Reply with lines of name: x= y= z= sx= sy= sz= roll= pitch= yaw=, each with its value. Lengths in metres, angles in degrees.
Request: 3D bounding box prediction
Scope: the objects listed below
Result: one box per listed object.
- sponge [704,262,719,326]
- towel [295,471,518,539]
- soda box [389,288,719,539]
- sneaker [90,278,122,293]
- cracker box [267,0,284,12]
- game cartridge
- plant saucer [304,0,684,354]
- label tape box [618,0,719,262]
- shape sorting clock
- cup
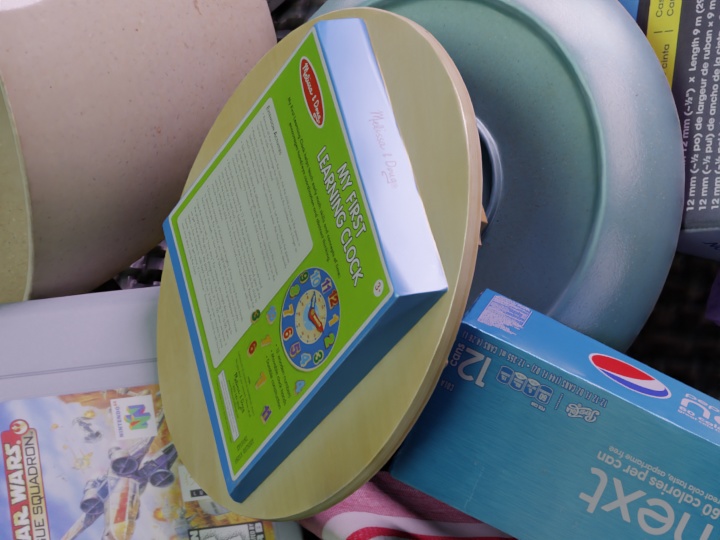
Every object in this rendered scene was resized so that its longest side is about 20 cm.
sponge: x=0.212 y=-0.062 z=1.180 sx=0.111 sy=0.030 sz=0.200 roll=12 pitch=82 yaw=43
towel: x=0.077 y=0.120 z=1.149 sx=0.200 sy=0.144 sz=0.023 roll=28 pitch=108 yaw=43
soda box: x=0.117 y=0.083 z=1.106 sx=0.200 sy=0.064 sz=0.068 roll=26 pitch=105 yaw=6
sneaker: x=-0.080 y=0.060 z=1.372 sx=0.082 sy=0.077 sz=0.200 roll=-29 pitch=51 yaw=-5
cracker box: x=-0.050 y=-0.200 z=1.381 sx=0.200 sy=0.134 sz=0.058 roll=-40 pitch=48 yaw=22
game cartridge: x=-0.091 y=0.096 z=1.196 sx=0.042 sy=0.133 sz=0.200 roll=103 pitch=159 yaw=-56
plant saucer: x=0.031 y=-0.033 z=1.179 sx=0.200 sy=0.027 sz=0.200 roll=-3 pitch=85 yaw=31
label tape box: x=0.171 y=-0.077 z=1.158 sx=0.200 sy=0.066 sz=0.144 roll=-4 pitch=73 yaw=42
shape sorting clock: x=-0.017 y=-0.003 z=1.144 sx=0.200 sy=0.039 sz=0.200 roll=-26 pitch=58 yaw=52
cup: x=-0.120 y=-0.090 z=1.306 sx=0.200 sy=0.143 sz=0.200 roll=48 pitch=148 yaw=44
